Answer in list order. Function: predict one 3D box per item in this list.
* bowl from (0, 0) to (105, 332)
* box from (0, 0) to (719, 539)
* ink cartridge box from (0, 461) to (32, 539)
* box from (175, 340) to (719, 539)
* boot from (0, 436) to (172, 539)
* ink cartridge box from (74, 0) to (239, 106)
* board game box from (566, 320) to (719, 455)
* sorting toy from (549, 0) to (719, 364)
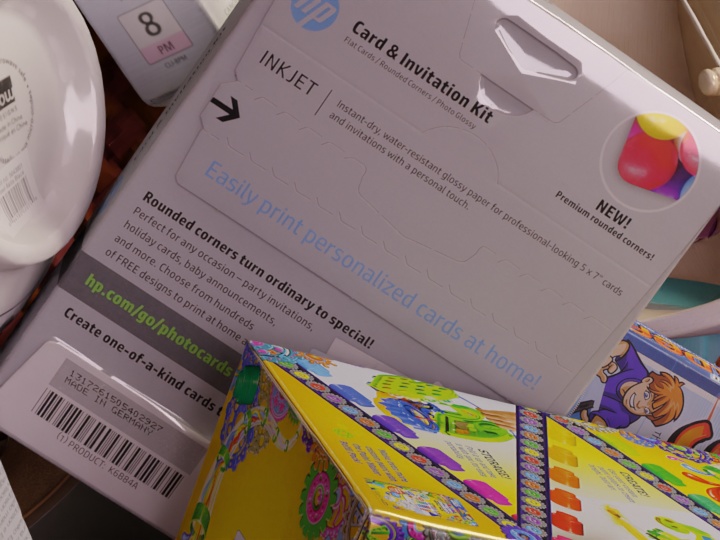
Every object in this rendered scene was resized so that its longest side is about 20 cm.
[{"bbox_3d":[-0.139,-0.046,0.828,0.201,0.094,0.202,-2,92,-62],"label":"bowl"},{"bbox_3d":[0.000,0.000,0.847,0.156,0.041,0.200,33,102,-12],"label":"box"},{"bbox_3d":[-0.175,0.084,0.792,0.043,0.196,0.200,-58,150,-35],"label":"ink cartridge box"},{"bbox_3d":[0.035,0.152,0.809,0.192,0.122,0.201,15,105,-23],"label":"box"},{"bbox_3d":[-0.096,0.071,0.937,0.074,0.075,0.200,31,93,-44],"label":"boot"},{"bbox_3d":[-0.076,-0.176,0.890,0.200,0.057,0.163,54,36,-17],"label":"ink cartridge box"},{"bbox_3d":[0.049,0.107,0.913,0.135,0.034,0.201,29,101,0],"label":"board game box"},{"bbox_3d":[0.076,-0.032,0.982,0.179,0.200,0.107,-11,143,-16],"label":"sorting toy"}]
